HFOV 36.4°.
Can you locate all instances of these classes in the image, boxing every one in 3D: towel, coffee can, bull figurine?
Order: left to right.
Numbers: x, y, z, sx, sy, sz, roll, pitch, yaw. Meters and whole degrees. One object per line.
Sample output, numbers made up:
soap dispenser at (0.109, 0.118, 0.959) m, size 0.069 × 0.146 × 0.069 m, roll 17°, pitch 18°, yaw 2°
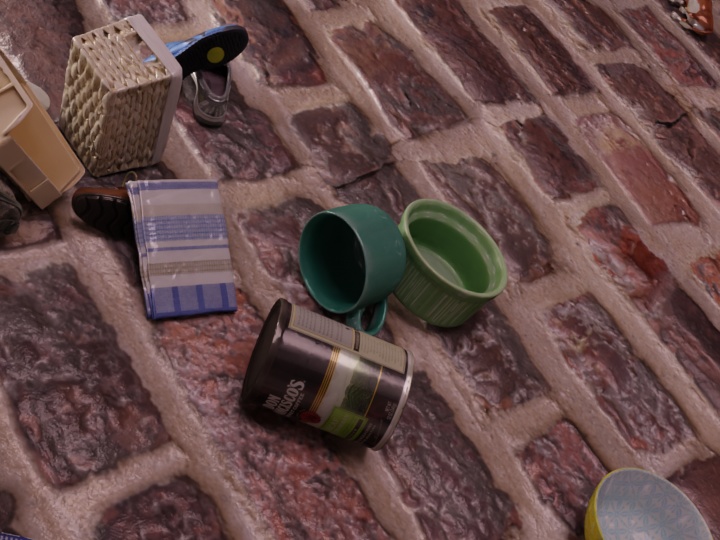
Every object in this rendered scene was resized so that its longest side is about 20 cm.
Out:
towel at (-0.254, -0.034, 1.561) m, size 0.145 × 0.024 × 0.204 m, roll -5°, pitch 80°, yaw -34°
coffee can at (-0.045, 0.141, 1.486) m, size 0.197 × 0.147 × 0.148 m, roll 22°, pitch 43°, yaw -11°
bull figurine at (0.866, -0.683, 2.834) m, size 0.120 × 0.066 × 0.202 m, roll 19°, pitch 42°, yaw -9°

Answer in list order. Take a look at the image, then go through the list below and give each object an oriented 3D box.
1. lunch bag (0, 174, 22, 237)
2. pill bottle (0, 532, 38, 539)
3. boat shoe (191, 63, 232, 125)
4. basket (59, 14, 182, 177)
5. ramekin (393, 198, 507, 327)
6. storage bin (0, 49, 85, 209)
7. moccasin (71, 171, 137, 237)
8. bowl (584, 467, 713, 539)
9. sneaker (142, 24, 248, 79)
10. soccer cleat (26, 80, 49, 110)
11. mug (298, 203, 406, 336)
lunch bag at (-0.557, -0.123, 1.443) m, size 0.201 × 0.140 × 0.167 m, roll 51°, pitch 26°, yaw 17°
pill bottle at (-0.388, 0.330, 1.140) m, size 0.197 × 0.112 × 0.112 m, roll 17°, pitch 45°, yaw -17°
boat shoe at (-0.250, -0.335, 1.860) m, size 0.073 × 0.065 × 0.204 m, roll 13°, pitch 46°, yaw -19°
basket at (-0.362, -0.255, 1.628) m, size 0.122 × 0.201 × 0.136 m, roll -23°, pitch 64°, yaw -36°
ramekin at (0.128, -0.007, 1.741) m, size 0.198 × 0.098 × 0.202 m, roll 24°, pitch 38°, yaw -20°
storage bin at (-0.484, -0.212, 1.488) m, size 0.093 × 0.200 × 0.199 m, roll -35°, pitch 71°, yaw -7°
moccasin at (-0.322, -0.095, 1.596) m, size 0.198 × 0.074 × 0.078 m, roll 0°, pitch 39°, yaw -26°
bowl at (0.388, 0.392, 1.540) m, size 0.197 × 0.108 × 0.202 m, roll 16°, pitch 46°, yaw -17°
sneaker at (-0.282, -0.363, 1.806) m, size 0.198 × 0.066 × 0.079 m, roll -27°, pitch 47°, yaw 1°
soccer cleat at (-0.555, -0.281, 1.616) m, size 0.197 × 0.087 × 0.071 m, roll 10°, pitch 47°, yaw -23°
mug at (-0.006, -0.009, 1.662) m, size 0.151 × 0.188 × 0.113 m, roll 30°, pitch 32°, yaw 36°
